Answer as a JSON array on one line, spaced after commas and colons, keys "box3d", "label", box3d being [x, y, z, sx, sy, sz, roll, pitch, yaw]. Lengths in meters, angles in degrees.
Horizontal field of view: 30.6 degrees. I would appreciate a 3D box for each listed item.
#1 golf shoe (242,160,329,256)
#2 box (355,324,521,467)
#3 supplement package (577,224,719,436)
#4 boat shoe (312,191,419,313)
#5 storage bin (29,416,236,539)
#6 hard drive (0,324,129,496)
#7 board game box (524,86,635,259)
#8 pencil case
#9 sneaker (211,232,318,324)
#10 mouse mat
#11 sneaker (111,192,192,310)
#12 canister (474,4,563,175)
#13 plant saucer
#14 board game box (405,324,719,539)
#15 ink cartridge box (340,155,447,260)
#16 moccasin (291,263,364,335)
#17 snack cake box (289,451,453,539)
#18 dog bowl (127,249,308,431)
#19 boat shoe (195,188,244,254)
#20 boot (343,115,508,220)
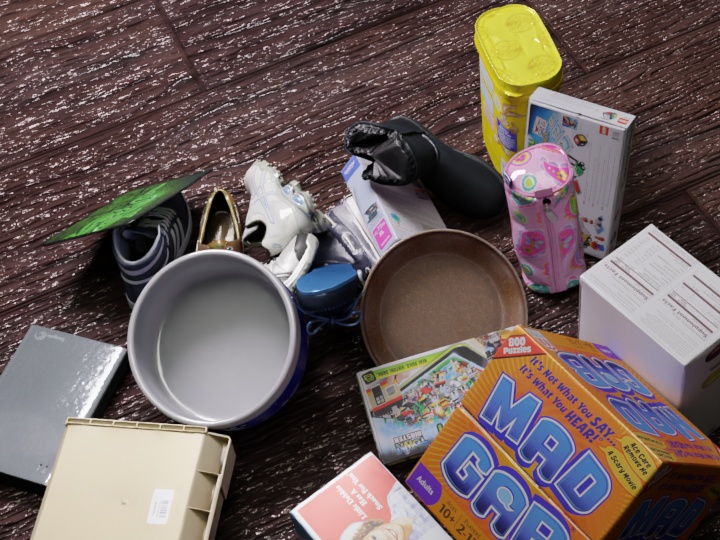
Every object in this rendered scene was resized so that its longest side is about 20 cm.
[{"box3d": [-0.123, -0.078, 1.684, 0.097, 0.079, 0.200, -40, 28, -8], "label": "golf shoe"}, {"box3d": [0.104, 0.143, 1.500, 0.198, 0.035, 0.111, -16, 76, -5], "label": "box"}, {"box3d": [0.327, 0.085, 1.434, 0.110, 0.201, 0.156, -33, 54, -18], "label": "supplement package"}, {"box3d": [0.000, 0.000, 1.643, 0.092, 0.075, 0.201, -32, 53, 3], "label": "boat shoe"}, {"box3d": [-0.247, 0.273, 1.434, 0.196, 0.094, 0.201, 3, 52, 9], "label": "storage bin"}, {"box3d": [-0.379, 0.165, 1.578, 0.138, 0.033, 0.201, 12, 54, 17], "label": "hard drive"}, {"box3d": [0.260, -0.116, 1.605, 0.125, 0.201, 0.035, 21, 45, 22], "label": "board game box"}, {"box3d": [0.220, -0.057, 1.564, 0.086, 0.201, 0.088, -7, 51, 9], "label": "pencil case"}, {"box3d": [-0.132, 0.024, 1.580, 0.087, 0.076, 0.201, 38, 84, -1], "label": "sneaker"}, {"box3d": [-0.297, -0.082, 1.690, 0.160, 0.008, 0.200, -12, 19, 31], "label": "mouse mat"}, {"box3d": [-0.266, -0.054, 1.688, 0.069, 0.109, 0.201, 1, 52, 8], "label": "sneaker"}, {"box3d": [0.204, -0.216, 1.693, 0.086, 0.201, 0.149, -15, 51, -5], "label": "canister"}, {"box3d": [0.097, 0.053, 1.552, 0.198, 0.037, 0.203, 0, 84, -4], "label": "plant saucer"}, {"box3d": [0.211, 0.204, 1.307, 0.200, 0.199, 0.201, 44, 108, 34], "label": "board game box"}, {"box3d": [0.048, -0.077, 1.659, 0.042, 0.119, 0.201, -48, 43, 27], "label": "ink cartridge box"}, {"box3d": [-0.028, 0.034, 1.520, 0.080, 0.069, 0.200, -4, 6, 9], "label": "moccasin"}, {"box3d": [0.030, 0.303, 1.388, 0.115, 0.067, 0.200, -34, 55, -17], "label": "snack cake box"}, {"box3d": [-0.161, 0.082, 1.505, 0.198, 0.079, 0.202, -2, 79, 10], "label": "dog bowl"}, {"box3d": [-0.181, -0.013, 1.668, 0.071, 0.068, 0.201, -7, 53, -2], "label": "boat shoe"}, {"box3d": [0.083, -0.121, 1.641, 0.199, 0.077, 0.168, 37, 21, 9], "label": "boot"}]
